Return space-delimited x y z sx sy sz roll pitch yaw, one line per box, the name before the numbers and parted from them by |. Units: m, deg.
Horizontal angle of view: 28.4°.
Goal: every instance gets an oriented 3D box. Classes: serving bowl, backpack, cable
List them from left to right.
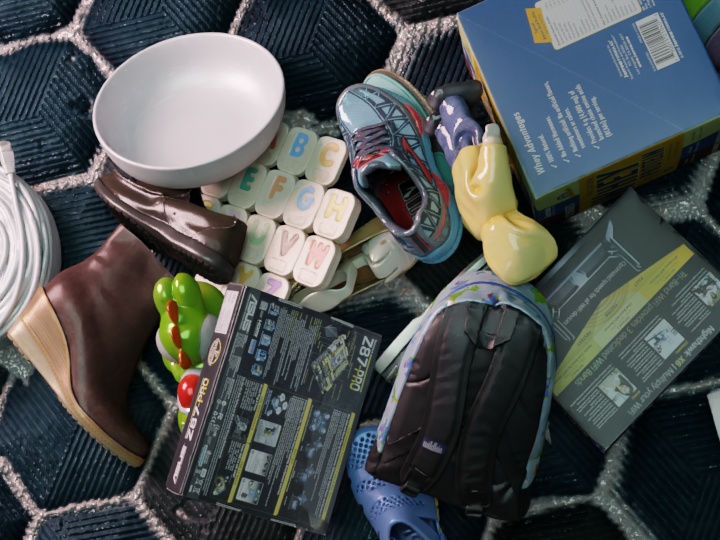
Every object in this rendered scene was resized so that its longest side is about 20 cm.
cable | -0.410 -0.013 1.482 0.198 0.069 0.202 -26 77 5
serving bowl | -0.168 -0.152 1.446 0.197 0.066 0.202 -6 48 7
backpack | 0.105 0.101 1.300 0.161 0.154 0.202 15 124 10

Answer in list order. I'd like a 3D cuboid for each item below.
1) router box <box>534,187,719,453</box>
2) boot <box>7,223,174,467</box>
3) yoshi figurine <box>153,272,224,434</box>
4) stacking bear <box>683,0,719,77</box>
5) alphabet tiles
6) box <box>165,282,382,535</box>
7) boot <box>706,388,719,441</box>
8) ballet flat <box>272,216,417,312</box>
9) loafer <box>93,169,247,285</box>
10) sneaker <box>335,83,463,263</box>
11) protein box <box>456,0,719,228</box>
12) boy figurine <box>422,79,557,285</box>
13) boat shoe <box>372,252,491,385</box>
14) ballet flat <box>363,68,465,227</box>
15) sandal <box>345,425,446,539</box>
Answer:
router box | 0.246 0.048 1.366 0.200 0.052 0.157 -45 76 0
boot | -0.237 0.076 1.431 0.166 0.072 0.201 -41 90 -8
yoshi figurine | -0.147 0.094 1.394 0.111 0.112 0.203 -18 102 -21
stacking bear | 0.343 -0.275 1.386 0.120 0.114 0.201 -30 69 -6
alphabet tiles | -0.093 -0.052 1.425 0.198 0.015 0.198 20 83 36
box | -0.079 0.132 1.345 0.159 0.049 0.203 19 83 -26
boot | 0.387 0.197 1.303 0.089 0.073 0.203 -16 76 12
ballet flat | 0.000 0.000 1.409 0.198 0.063 0.069 -29 120 8
loafer | -0.188 -0.054 1.443 0.199 0.073 0.072 30 73 28
sneaker | 0.029 -0.104 1.349 0.079 0.095 0.201 -38 65 18
protein box | 0.222 -0.180 1.371 0.198 0.135 0.201 -24 77 4
boy figurine | 0.117 -0.080 1.297 0.064 0.125 0.202 -15 58 -15
boat shoe | 0.100 0.043 1.389 0.200 0.073 0.062 -45 87 3
ballet flat | 0.076 -0.120 1.423 0.071 0.065 0.201 -45 72 30
sandal | 0.042 0.238 1.349 0.079 0.087 0.202 -28 74 5
